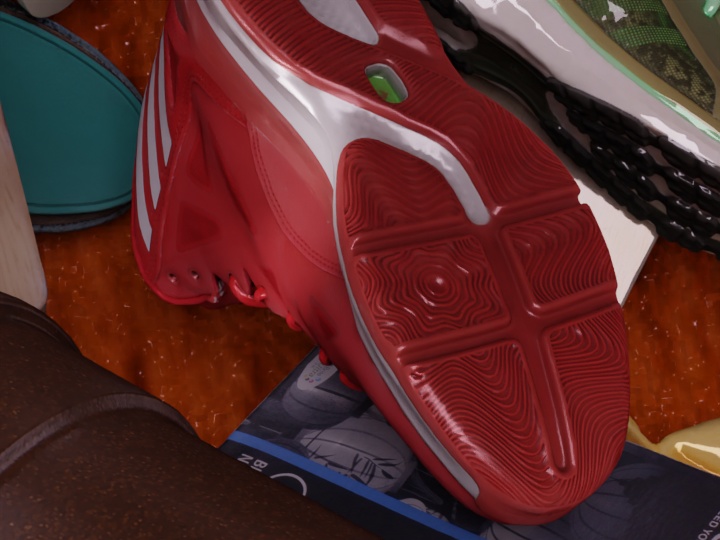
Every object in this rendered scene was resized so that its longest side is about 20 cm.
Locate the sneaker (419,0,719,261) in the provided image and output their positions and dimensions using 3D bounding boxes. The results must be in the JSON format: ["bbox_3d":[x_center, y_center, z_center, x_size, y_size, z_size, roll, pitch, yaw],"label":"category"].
[{"bbox_3d":[0.082,-0.078,0.832,0.200,0.077,0.089,38,78,2],"label":"sneaker"}]

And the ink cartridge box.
[{"bbox_3d":[0.044,0.085,0.763,0.199,0.039,0.099,20,49,32],"label":"ink cartridge box"}]

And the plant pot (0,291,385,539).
[{"bbox_3d":[-0.040,0.129,0.663,0.197,0.200,0.201,20,76,25],"label":"plant pot"}]

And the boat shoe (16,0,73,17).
[{"bbox_3d":[-0.086,-0.177,0.853,0.062,0.071,0.201,18,105,15],"label":"boat shoe"}]

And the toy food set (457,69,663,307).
[{"bbox_3d":[0.044,-0.075,0.895,0.143,0.060,0.201,27,86,3],"label":"toy food set"}]

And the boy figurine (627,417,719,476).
[{"bbox_3d":[0.114,0.091,0.853,0.200,0.064,0.125,38,86,3],"label":"boy figurine"}]

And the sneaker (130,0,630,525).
[{"bbox_3d":[0.000,0.000,0.801,0.078,0.116,0.201,-10,61,-27],"label":"sneaker"}]

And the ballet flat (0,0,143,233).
[{"bbox_3d":[-0.156,-0.055,0.861,0.199,0.074,0.075,16,75,-33],"label":"ballet flat"}]

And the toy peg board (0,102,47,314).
[{"bbox_3d":[-0.195,-0.071,0.722,0.198,0.098,0.201,-12,70,-12],"label":"toy peg board"}]
